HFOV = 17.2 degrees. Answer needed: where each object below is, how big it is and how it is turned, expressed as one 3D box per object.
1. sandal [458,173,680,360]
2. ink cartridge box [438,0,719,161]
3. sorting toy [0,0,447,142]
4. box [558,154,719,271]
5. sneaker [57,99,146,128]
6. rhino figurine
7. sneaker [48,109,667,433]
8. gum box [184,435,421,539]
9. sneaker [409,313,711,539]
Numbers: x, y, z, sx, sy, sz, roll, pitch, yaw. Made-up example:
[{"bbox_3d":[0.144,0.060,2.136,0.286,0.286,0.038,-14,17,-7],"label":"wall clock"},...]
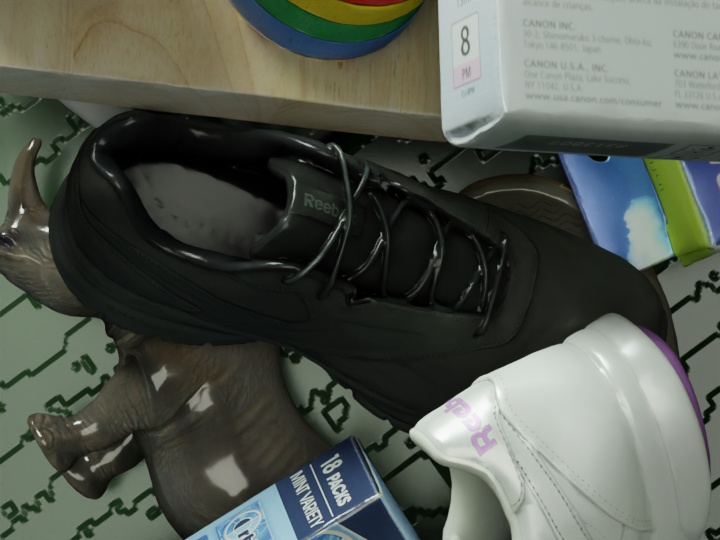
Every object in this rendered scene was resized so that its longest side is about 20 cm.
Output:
[{"bbox_3d":[0.071,0.066,0.794,0.081,0.055,0.202,-7,89,2],"label":"sandal"},{"bbox_3d":[0.102,-0.135,0.715,0.161,0.057,0.202,1,80,-23],"label":"ink cartridge box"},{"bbox_3d":[-0.052,-0.154,0.732,0.197,0.070,0.202,5,67,-20],"label":"sorting toy"},{"bbox_3d":[0.154,-0.087,0.784,0.199,0.048,0.123,-22,88,-10],"label":"box"},{"bbox_3d":[-0.107,-0.145,0.796,0.099,0.071,0.201,-35,84,6],"label":"sneaker"},{"bbox_3d":[-0.063,0.045,0.797,0.087,0.060,0.201,-28,86,-4],"label":"rhino figurine"},{"bbox_3d":[0.000,0.000,0.736,0.198,0.091,0.077,11,72,-3],"label":"sneaker"},{"bbox_3d":[-0.042,0.175,0.765,0.199,0.045,0.171,-32,116,0],"label":"gum box"},{"bbox_3d":[0.063,0.115,0.730,0.099,0.075,0.202,-19,109,-18],"label":"sneaker"}]
